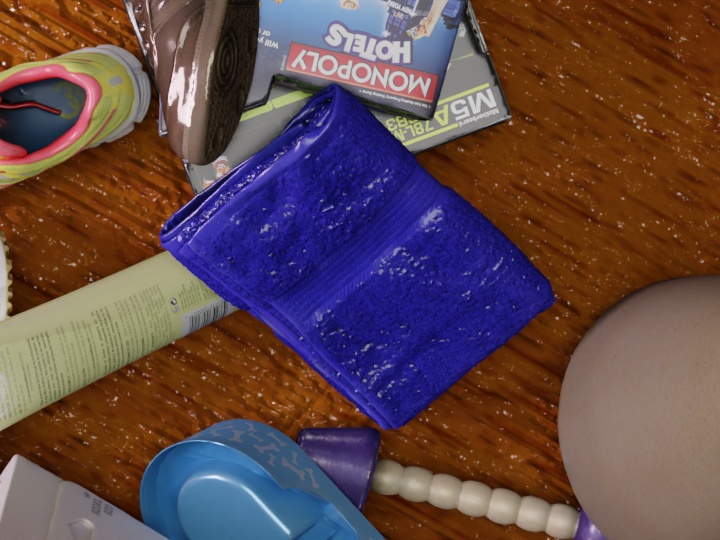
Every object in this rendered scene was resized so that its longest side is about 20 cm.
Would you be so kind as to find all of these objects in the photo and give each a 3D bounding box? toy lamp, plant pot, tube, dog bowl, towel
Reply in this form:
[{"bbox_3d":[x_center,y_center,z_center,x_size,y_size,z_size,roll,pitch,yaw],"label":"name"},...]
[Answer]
[{"bbox_3d":[0.056,0.136,1.721,0.200,0.058,0.058,14,90,-1],"label":"toy lamp"},{"bbox_3d":[0.233,0.080,1.632,0.187,0.200,0.188,2,80,-14],"label":"plant pot"},{"bbox_3d":[-0.160,0.036,1.680,0.200,0.052,0.058,-27,87,-25],"label":"tube"},{"bbox_3d":[-0.042,0.172,1.700,0.200,0.050,0.111,47,129,-2],"label":"dog bowl"},{"bbox_3d":[0.000,0.000,1.669,0.148,0.050,0.200,-39,118,21],"label":"towel"}]

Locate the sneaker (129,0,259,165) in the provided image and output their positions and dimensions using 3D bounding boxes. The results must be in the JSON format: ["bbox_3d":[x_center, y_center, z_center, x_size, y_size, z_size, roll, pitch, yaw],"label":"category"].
[{"bbox_3d":[-0.101,-0.160,1.613,0.075,0.070,0.200,6,87,18],"label":"sneaker"}]

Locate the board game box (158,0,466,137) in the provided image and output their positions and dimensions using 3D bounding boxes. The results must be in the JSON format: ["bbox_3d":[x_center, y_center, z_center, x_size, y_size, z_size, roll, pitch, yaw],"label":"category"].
[{"bbox_3d":[-0.041,-0.161,1.668,0.200,0.062,0.200,16,91,-2],"label":"board game box"}]

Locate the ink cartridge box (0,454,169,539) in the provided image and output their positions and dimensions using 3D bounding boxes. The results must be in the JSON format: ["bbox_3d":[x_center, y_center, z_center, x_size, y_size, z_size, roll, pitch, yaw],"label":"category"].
[{"bbox_3d":[-0.194,0.241,1.642,0.145,0.147,0.200,31,104,-10],"label":"ink cartridge box"}]

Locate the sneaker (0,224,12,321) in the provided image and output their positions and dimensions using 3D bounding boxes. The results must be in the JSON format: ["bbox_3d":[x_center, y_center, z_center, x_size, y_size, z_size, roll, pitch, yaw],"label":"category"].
[{"bbox_3d":[-0.258,0.061,1.702,0.090,0.075,0.200,5,90,-7],"label":"sneaker"}]

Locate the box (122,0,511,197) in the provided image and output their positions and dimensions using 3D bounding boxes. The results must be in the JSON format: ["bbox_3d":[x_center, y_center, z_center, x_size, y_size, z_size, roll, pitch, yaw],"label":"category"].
[{"bbox_3d":[-0.033,-0.147,1.722,0.200,0.048,0.193,-21,93,-2],"label":"box"}]

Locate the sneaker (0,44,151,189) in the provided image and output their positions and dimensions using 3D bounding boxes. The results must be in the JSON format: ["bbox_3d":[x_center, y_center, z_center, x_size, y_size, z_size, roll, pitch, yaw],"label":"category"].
[{"bbox_3d":[-0.226,-0.080,1.688,0.200,0.090,0.078,-27,92,10],"label":"sneaker"}]
